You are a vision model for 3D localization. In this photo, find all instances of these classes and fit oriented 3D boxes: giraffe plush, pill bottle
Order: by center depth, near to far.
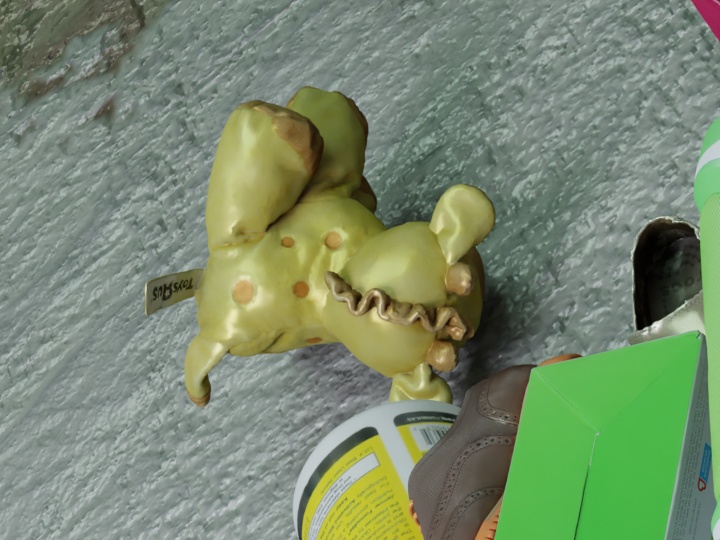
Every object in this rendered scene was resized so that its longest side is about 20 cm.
[{"bbox_3d":[0.045,0.162,1.366,0.112,0.112,0.200,-39,37,9],"label":"pill bottle"},{"bbox_3d":[0.000,0.000,1.556,0.162,0.173,0.200,12,32,24],"label":"giraffe plush"}]

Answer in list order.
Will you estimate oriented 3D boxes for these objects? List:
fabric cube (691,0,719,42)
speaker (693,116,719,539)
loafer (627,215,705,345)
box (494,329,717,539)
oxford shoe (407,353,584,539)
[{"bbox_3d":[0.294,-0.113,1.275,0.200,0.199,0.196,-47,58,1],"label":"fabric cube"},{"bbox_3d":[0.178,0.032,1.130,0.088,0.088,0.200,-19,56,32],"label":"speaker"},{"bbox_3d":[0.169,0.048,1.401,0.076,0.068,0.200,-34,38,16],"label":"loafer"},{"bbox_3d":[0.142,0.161,1.231,0.097,0.176,0.200,-13,48,35],"label":"box"},{"bbox_3d":[0.054,0.123,1.273,0.073,0.071,0.200,-9,36,31],"label":"oxford shoe"}]
